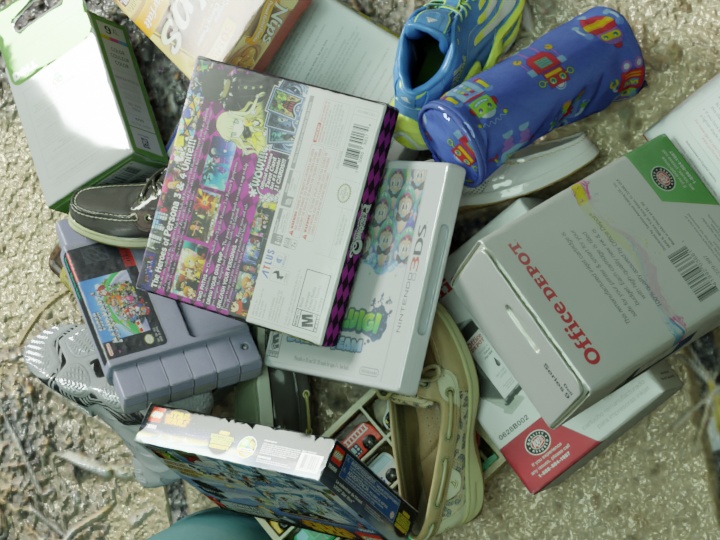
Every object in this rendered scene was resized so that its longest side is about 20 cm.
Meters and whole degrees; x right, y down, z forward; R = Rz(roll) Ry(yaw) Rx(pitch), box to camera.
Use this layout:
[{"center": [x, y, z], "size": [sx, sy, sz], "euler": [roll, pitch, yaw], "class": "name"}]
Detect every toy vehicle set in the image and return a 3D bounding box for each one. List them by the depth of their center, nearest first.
[{"center": [0.016, 0.181, 1.735], "size": [0.200, 0.027, 0.124], "euler": [-44, 76, 3], "class": "toy vehicle set"}]

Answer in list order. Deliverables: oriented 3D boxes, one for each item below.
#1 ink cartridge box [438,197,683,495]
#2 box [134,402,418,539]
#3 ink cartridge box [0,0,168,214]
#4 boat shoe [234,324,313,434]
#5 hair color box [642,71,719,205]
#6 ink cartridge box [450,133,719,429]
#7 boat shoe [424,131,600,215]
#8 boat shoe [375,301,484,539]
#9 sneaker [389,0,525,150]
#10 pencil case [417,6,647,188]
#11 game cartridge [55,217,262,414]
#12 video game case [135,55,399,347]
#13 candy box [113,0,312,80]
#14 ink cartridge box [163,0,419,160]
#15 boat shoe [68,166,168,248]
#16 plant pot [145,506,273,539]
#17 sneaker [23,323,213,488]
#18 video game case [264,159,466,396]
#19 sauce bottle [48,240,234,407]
[{"center": [0.145, 0.060, 1.680], "size": [0.147, 0.083, 0.201], "euler": [-40, 78, 15], "class": "ink cartridge box"}, {"center": [-0.069, 0.167, 1.651], "size": [0.199, 0.137, 0.040], "euler": [8, 64, 37], "class": "box"}, {"center": [-0.252, -0.161, 1.823], "size": [0.103, 0.059, 0.201], "euler": [-30, 68, 24], "class": "ink cartridge box"}, {"center": [-0.074, 0.058, 1.772], "size": [0.072, 0.060, 0.203], "euler": [-19, 70, 62], "class": "boat shoe"}, {"center": [0.336, -0.130, 1.627], "size": [0.200, 0.061, 0.102], "euler": [-38, 78, 16], "class": "hair color box"}, {"center": [0.193, 0.008, 1.583], "size": [0.199, 0.088, 0.146], "euler": [-29, 76, -27], "class": "ink cartridge box"}, {"center": [0.097, -0.088, 1.691], "size": [0.198, 0.071, 0.070], "euler": [-17, 96, 7], "class": "boat shoe"}, {"center": [0.054, 0.120, 1.649], "size": [0.073, 0.062, 0.202], "euler": [3, 109, 47], "class": "boat shoe"}, {"center": [0.082, -0.198, 1.667], "size": [0.075, 0.105, 0.201], "euler": [20, 71, 11], "class": "sneaker"}, {"center": [0.140, -0.139, 1.642], "size": [0.199, 0.087, 0.078], "euler": [-31, 69, -26], "class": "pencil case"}, {"center": [-0.177, 0.023, 1.750], "size": [0.129, 0.039, 0.201], "euler": [-13, 55, -20], "class": "game cartridge"}, {"center": [-0.077, -0.057, 1.656], "size": [0.180, 0.036, 0.202], "euler": [15, 92, 24], "class": "video game case"}, {"center": [-0.142, -0.247, 1.769], "size": [0.200, 0.055, 0.116], "euler": [46, 107, 34], "class": "candy box"}, {"center": [-0.043, -0.135, 1.772], "size": [0.199, 0.047, 0.199], "euler": [34, 101, 19], "class": "ink cartridge box"}, {"center": [-0.155, -0.060, 1.742], "size": [0.199, 0.072, 0.066], "euler": [6, 129, 12], "class": "boat shoe"}, {"center": [-0.144, 0.308, 1.724], "size": [0.198, 0.188, 0.202], "euler": [-1, 88, 19], "class": "plant pot"}, {"center": [-0.207, 0.124, 1.785], "size": [0.199, 0.075, 0.115], "euler": [19, 139, 28], "class": "sneaker"}, {"center": [0.000, 0.000, 1.653], "size": [0.199, 0.024, 0.184], "euler": [7, 83, 55], "class": "video game case"}, {"center": [-0.192, 0.043, 1.810], "size": [0.200, 0.065, 0.065], "euler": [46, 103, 14], "class": "sauce bottle"}]
